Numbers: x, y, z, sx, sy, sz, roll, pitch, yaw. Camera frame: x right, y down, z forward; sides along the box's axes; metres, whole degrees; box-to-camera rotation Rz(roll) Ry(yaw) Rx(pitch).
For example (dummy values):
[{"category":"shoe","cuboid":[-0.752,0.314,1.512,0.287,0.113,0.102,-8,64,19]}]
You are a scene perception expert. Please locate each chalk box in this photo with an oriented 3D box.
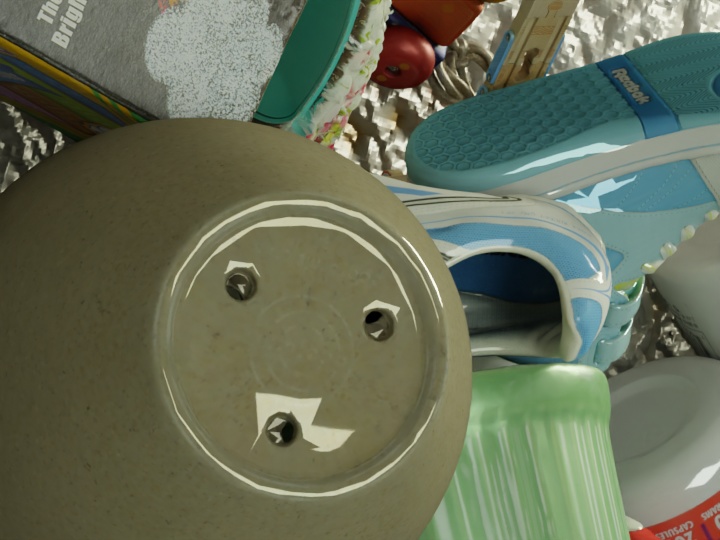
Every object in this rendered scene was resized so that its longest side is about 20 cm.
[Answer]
[{"category":"chalk box","cuboid":[-0.130,-0.139,1.012,0.200,0.124,0.125,30,79,-35]}]

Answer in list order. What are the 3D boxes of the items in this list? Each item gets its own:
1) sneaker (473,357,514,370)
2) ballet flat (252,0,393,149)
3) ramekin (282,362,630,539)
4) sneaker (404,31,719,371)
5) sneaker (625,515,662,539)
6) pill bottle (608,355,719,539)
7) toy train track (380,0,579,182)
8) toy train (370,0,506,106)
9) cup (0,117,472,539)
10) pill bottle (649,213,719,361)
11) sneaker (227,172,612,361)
[{"category":"sneaker","cuboid":[0.033,0.024,1.187,0.200,0.074,0.080,25,75,-51]},{"category":"ballet flat","cuboid":[-0.036,-0.062,1.103,0.064,0.076,0.200,-4,129,-55]},{"category":"ramekin","cuboid":[0.018,0.115,1.095,0.200,0.200,0.098,-5,74,-36]},{"category":"sneaker","cuboid":[0.123,-0.023,1.130,0.199,0.080,0.131,-12,123,-3]},{"category":"sneaker","cuboid":[0.110,0.209,1.167,0.077,0.085,0.201,-3,96,-34]},{"category":"pill bottle","cuboid":[0.174,0.147,1.283,0.112,0.112,0.200,-43,119,-24]},{"category":"toy train track","cuboid":[0.052,-0.071,1.149,0.114,0.033,0.200,-6,144,-26]},{"category":"toy train","cuboid":[0.053,-0.129,1.139,0.200,0.116,0.085,37,50,-34]},{"category":"cup","cuboid":[-0.042,0.034,0.912,0.200,0.143,0.201,3,81,-18]},{"category":"pill bottle","cuboid":[0.229,0.035,1.307,0.114,0.114,0.200,-47,121,-22]},{"category":"sneaker","cuboid":[0.000,0.000,1.047,0.199,0.073,0.072,4,120,3]}]
